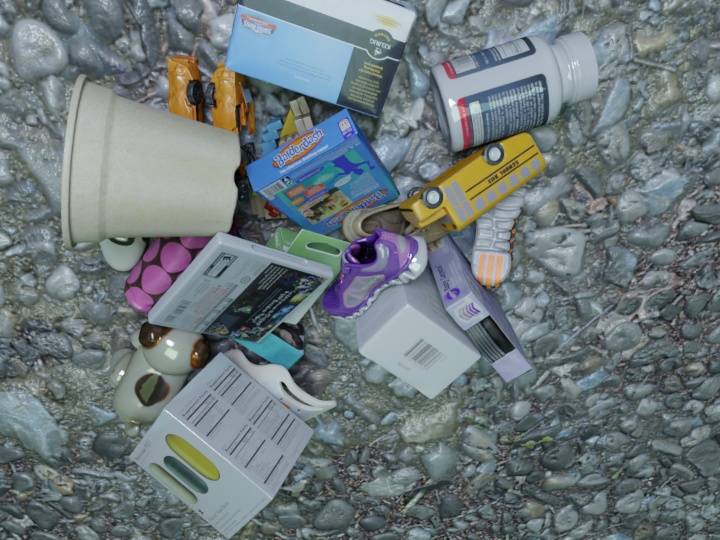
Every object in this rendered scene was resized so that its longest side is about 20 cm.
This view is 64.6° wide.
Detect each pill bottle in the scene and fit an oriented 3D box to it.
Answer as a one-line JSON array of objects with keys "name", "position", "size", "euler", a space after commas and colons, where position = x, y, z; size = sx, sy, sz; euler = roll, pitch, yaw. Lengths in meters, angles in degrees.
[{"name": "pill bottle", "position": [0.204, -0.245, 0.768], "size": [0.200, 0.120, 0.120], "euler": [-16, 120, 5]}]

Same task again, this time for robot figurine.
[{"name": "robot figurine", "position": [-0.205, -0.189, 0.793], "size": [0.145, 0.058, 0.200], "euler": [10, 120, 10]}]

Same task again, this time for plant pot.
[{"name": "plant pot", "position": [-0.248, -0.117, 0.696], "size": [0.183, 0.201, 0.201], "euler": [6, 120, -21]}]

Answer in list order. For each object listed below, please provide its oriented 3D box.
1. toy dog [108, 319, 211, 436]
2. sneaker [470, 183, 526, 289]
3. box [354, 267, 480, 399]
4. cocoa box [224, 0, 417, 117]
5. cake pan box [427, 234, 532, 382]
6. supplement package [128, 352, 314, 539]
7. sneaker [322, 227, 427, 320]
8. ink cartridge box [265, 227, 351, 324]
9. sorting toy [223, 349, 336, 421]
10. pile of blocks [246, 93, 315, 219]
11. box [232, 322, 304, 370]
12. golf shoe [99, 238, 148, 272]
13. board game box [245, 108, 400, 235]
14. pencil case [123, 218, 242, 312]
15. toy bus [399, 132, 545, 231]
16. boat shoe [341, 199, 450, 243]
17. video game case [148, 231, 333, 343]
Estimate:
[{"name": "toy dog", "position": [-0.325, 0.145, 0.913], "size": [0.139, 0.194, 0.200], "euler": [33, 122, -11]}, {"name": "sneaker", "position": [0.212, -0.069, 0.899], "size": [0.077, 0.112, 0.200], "euler": [12, 87, 15]}, {"name": "box", "position": [0.078, 0.071, 0.891], "size": [0.152, 0.200, 0.106], "euler": [36, 111, -22]}, {"name": "cocoa box", "position": [-0.052, -0.295, 0.711], "size": [0.200, 0.133, 0.131], "euler": [15, 118, -12]}, {"name": "cake pan box", "position": [0.181, 0.054, 0.891], "size": [0.052, 0.200, 0.184], "euler": [-36, 119, 16]}, {"name": "supplement package", "position": [-0.213, 0.271, 0.890], "size": [0.200, 0.151, 0.152], "euler": [40, 122, -1]}, {"name": "sneaker", "position": [0.000, 0.000, 0.819], "size": [0.088, 0.081, 0.200], "euler": [24, 136, -33]}, {"name": "ink cartridge box", "position": [-0.100, -0.004, 0.882], "size": [0.104, 0.059, 0.200], "euler": [16, 131, -32]}, {"name": "sorting toy", "position": [-0.136, 0.216, 0.976], "size": [0.200, 0.107, 0.180], "euler": [39, 139, -23]}, {"name": "pile of blocks", "position": [-0.122, -0.158, 0.826], "size": [0.082, 0.062, 0.200], "euler": [14, 117, -12]}, {"name": "box", "position": [-0.185, 0.081, 0.945], "size": [0.200, 0.082, 0.049], "euler": [36, 111, -22]}, {"name": "golf shoe", "position": [-0.356, -0.075, 0.842], "size": [0.077, 0.088, 0.200], "euler": [11, 119, -12]}, {"name": "board game box", "position": [-0.044, -0.124, 0.796], "size": [0.152, 0.045, 0.200], "euler": [-27, 157, 10]}, {"name": "pencil case", "position": [-0.276, -0.019, 0.884], "size": [0.200, 0.094, 0.091], "euler": [-41, 75, 19]}, {"name": "toy bus", "position": [0.156, -0.120, 0.803], "size": [0.200, 0.065, 0.078], "euler": [-36, 105, -8]}, {"name": "boat shoe", "position": [0.074, -0.071, 0.855], "size": [0.200, 0.065, 0.071], "euler": [-12, 95, -24]}, {"name": "video game case", "position": [-0.167, 0.033, 0.798], "size": [0.182, 0.023, 0.200], "euler": [18, 134, -39]}]
